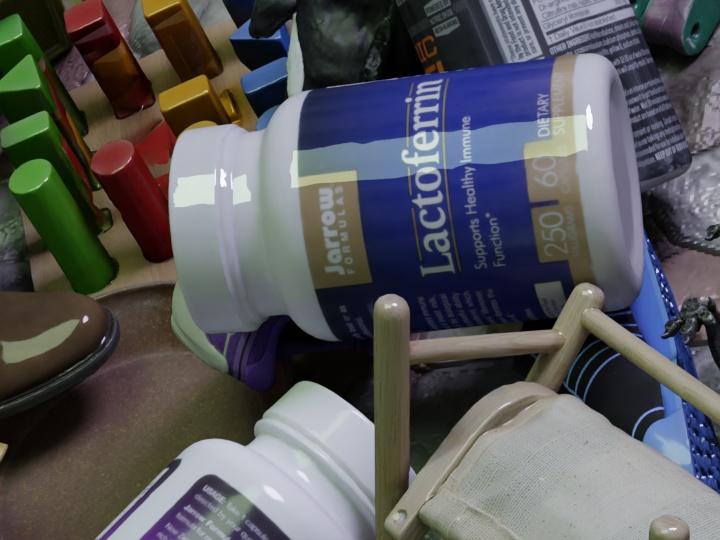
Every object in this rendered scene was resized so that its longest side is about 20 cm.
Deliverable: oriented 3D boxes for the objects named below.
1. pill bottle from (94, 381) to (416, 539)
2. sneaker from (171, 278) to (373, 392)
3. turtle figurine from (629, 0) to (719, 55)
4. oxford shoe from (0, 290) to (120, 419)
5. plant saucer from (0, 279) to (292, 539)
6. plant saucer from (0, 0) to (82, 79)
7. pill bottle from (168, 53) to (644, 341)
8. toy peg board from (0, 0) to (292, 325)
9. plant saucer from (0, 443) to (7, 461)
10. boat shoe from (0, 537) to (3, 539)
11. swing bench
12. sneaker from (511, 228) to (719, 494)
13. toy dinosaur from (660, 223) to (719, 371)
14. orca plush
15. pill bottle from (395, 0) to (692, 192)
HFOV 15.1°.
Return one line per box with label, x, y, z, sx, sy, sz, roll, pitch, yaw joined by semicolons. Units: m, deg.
pill bottle;-0.067;0.146;1.205;0.200;0.112;0.111;-45;44;-17
sneaker;0.000;0.000;1.339;0.200;0.081;0.083;-34;64;-29
turtle figurine;0.086;-0.161;1.443;0.200;0.101;0.150;19;19;39
oxford shoe;-0.221;0.031;1.361;0.199;0.085;0.073;-6;43;1
plant saucer;-0.120;0.091;1.347;0.200;0.037;0.201;-15;42;15
plant saucer;-0.239;-0.129;1.554;0.200;0.200;0.048;-35;79;-7
pill bottle;0.021;-0.029;1.221;0.199;0.116;0.116;-7;45;12
toy peg board;-0.106;-0.083;1.468;0.199;0.098;0.200;-24;42;6
plant saucer;-0.275;0.145;1.301;0.200;0.048;0.200;-51;17;-20
boat shoe;-0.228;0.190;1.286;0.200;0.057;0.067;-38;39;26
swing bench;0.083;0.137;1.097;0.130;0.200;0.199;-2;27;-37
sneaker;0.112;0.056;1.233;0.078;0.070;0.200;-22;35;11
toy dinosaur;0.177;0.024;1.211;0.047;0.088;0.200;-21;40;29
orca plush;-0.013;-0.097;1.361;0.200;0.105;0.071;-57;8;0
pill bottle;0.077;-0.122;1.316;0.106;0.200;0.106;-22;-1;0
